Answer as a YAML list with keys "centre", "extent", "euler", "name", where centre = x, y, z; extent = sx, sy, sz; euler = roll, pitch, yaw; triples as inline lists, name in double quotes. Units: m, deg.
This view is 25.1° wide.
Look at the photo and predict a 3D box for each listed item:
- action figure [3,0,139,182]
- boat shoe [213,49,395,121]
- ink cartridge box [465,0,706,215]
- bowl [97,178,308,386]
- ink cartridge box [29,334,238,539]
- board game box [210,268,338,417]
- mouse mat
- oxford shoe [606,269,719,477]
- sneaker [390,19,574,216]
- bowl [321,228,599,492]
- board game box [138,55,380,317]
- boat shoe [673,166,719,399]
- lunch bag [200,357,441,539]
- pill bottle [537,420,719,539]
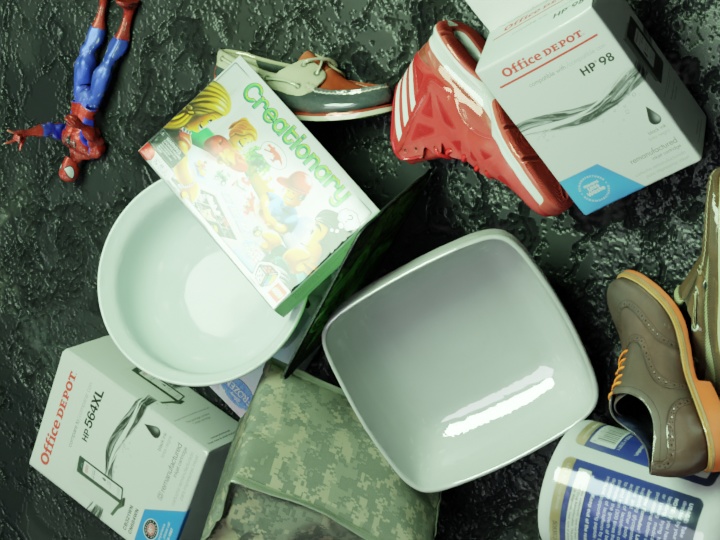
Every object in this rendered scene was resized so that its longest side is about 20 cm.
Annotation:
- centre: [-0.286, -0.178, 1.605]
  extent: [0.065, 0.099, 0.202]
  euler: [27, 114, 26]
  name: "action figure"
- centre: [-0.054, -0.169, 1.477]
  extent: [0.198, 0.071, 0.063]
  euler: [7, 100, 35]
  name: "boat shoe"
- centre: [0.173, -0.154, 1.282]
  extent: [0.115, 0.067, 0.200]
  euler: [-26, 116, 33]
  name: "ink cartridge box"
- centre: [-0.131, 0.013, 1.472]
  extent: [0.199, 0.090, 0.204]
  euler: [-3, 77, 13]
  name: "bowl"
- centre: [-0.226, 0.181, 1.636]
  extent: [0.199, 0.084, 0.147]
  euler: [31, 114, 23]
  name: "ink cartridge box"
- centre: [-0.115, 0.011, 1.560]
  extent: [0.200, 0.043, 0.200]
  euler: [43, 116, 18]
  name: "board game box"
- centre: [0.000, 0.000, 1.396]
  extent: [0.007, 0.200, 0.162]
  euler: [32, 116, 8]
  name: "mouse mat"
- centre: [0.228, 0.079, 1.294]
  extent: [0.072, 0.072, 0.201]
  euler: [87, 168, -45]
  name: "oxford shoe"
- centre: [0.101, -0.107, 1.397]
  extent: [0.116, 0.078, 0.201]
  euler: [-48, 61, 38]
  name: "sneaker"
- centre: [0.086, 0.070, 1.382]
  extent: [0.198, 0.075, 0.201]
  euler: [-27, 109, 12]
  name: "bowl"
- centre: [-0.087, -0.075, 1.417]
  extent: [0.126, 0.035, 0.200]
  euler: [-43, 72, 1]
  name: "board game box"
- centre: [0.284, 0.016, 1.295]
  extent: [0.074, 0.074, 0.205]
  euler: [3, 101, 37]
  name: "boat shoe"
- centre: [-0.022, 0.195, 1.427]
  extent: [0.198, 0.165, 0.118]
  euler: [22, 128, -6]
  name: "lunch bag"
- centre: [0.255, 0.203, 1.321]
  extent: [0.198, 0.115, 0.117]
  euler: [16, 107, 29]
  name: "pill bottle"
